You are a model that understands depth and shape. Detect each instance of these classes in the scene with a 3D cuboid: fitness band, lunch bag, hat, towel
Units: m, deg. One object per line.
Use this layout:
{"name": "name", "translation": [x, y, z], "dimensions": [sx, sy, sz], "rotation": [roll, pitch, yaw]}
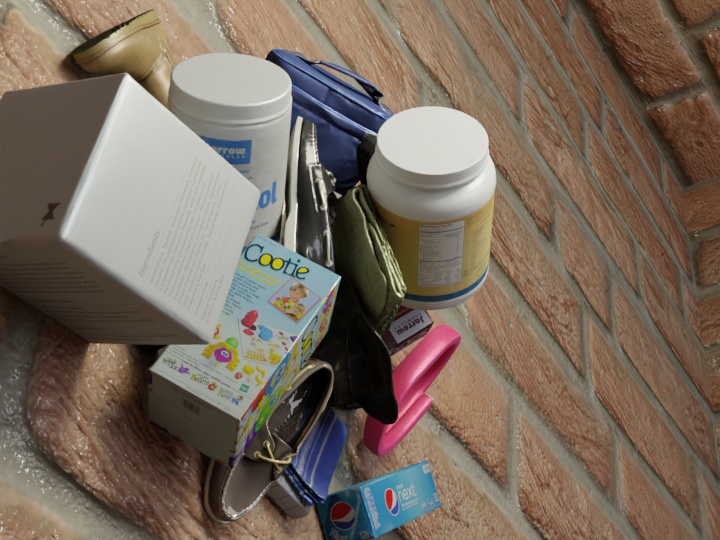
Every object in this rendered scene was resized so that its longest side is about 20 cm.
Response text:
{"name": "fitness band", "translation": [0.065, 0.152, 1.561], "dimensions": [0.037, 0.144, 0.200], "rotation": [32, 47, 15]}
{"name": "lunch bag", "translation": [-0.048, -0.193, 1.539], "dimensions": [0.200, 0.133, 0.136], "rotation": [28, 13, -5]}
{"name": "hat", "translation": [-0.035, 0.098, 1.405], "dimensions": [0.201, 0.081, 0.201], "rotation": [55, -22, 34]}
{"name": "towel", "translation": [-0.079, 0.152, 1.398], "dimensions": [0.200, 0.024, 0.145], "rotation": [59, 27, -21]}
{"name": "towel", "translation": [0.000, 0.000, 1.402], "dimensions": [0.200, 0.036, 0.149], "rotation": [115, -43, -67]}

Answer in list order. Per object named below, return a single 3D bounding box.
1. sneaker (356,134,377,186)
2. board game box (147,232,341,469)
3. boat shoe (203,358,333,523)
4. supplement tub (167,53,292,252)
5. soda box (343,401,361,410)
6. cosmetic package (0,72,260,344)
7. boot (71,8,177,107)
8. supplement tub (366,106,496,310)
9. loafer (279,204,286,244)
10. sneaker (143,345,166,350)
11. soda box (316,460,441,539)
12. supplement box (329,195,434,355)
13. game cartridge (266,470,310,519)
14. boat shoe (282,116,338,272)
{"name": "sneaker", "translation": [0.047, -0.100, 1.508], "dimensions": [0.072, 0.083, 0.200], "rotation": [52, -20, 29]}
{"name": "board game box", "translation": [-0.117, 0.079, 1.244], "dimensions": [0.200, 0.105, 0.103], "rotation": [-54, 167, -35]}
{"name": "boat shoe", "translation": [-0.094, 0.177, 1.295], "dimensions": [0.072, 0.059, 0.200], "rotation": [45, 63, -27]}
{"name": "supplement tub", "translation": [-0.144, -0.116, 1.318], "dimensions": [0.132, 0.132, 0.200], "rotation": [-67, 166, -55]}
{"name": "soda box", "translation": [-0.012, 0.075, 1.589], "dimensions": [0.071, 0.063, 0.201], "rotation": [60, 18, -73]}
{"name": "cosmetic package", "translation": [-0.229, -0.047, 1.110], "dimensions": [0.200, 0.167, 0.167], "rotation": [42, 57, -45]}
{"name": "boot", "translation": [-0.224, -0.184, 1.380], "dimensions": [0.200, 0.066, 0.175], "rotation": [64, 27, -15]}
{"name": "supplement tub", "translation": [0.079, -0.069, 1.397], "dimensions": [0.145, 0.144, 0.200], "rotation": [-79, 171, -47]}
{"name": "loafer", "translation": [-0.131, -0.062, 1.460], "dimensions": [0.068, 0.075, 0.201], "rotation": [42, 38, -54]}
{"name": "sneaker", "translation": [-0.205, -0.023, 1.279], "dimensions": [0.078, 0.085, 0.201], "rotation": [8, 65, -61]}
{"name": "soda box", "translation": [0.025, 0.288, 1.525], "dimensions": [0.200, 0.068, 0.064], "rotation": [-1, 72, -63]}
{"name": "supplement box", "translation": [-0.009, 0.017, 1.534], "dimensions": [0.200, 0.109, 0.061], "rotation": [56, -17, 11]}
{"name": "game cartridge", "translation": [-0.090, 0.170, 1.426], "dimensions": [0.130, 0.038, 0.200], "rotation": [48, 33, -30]}
{"name": "boat shoe", "translation": [-0.054, -0.077, 1.357], "dimensions": [0.074, 0.060, 0.201], "rotation": [106, -14, -62]}
